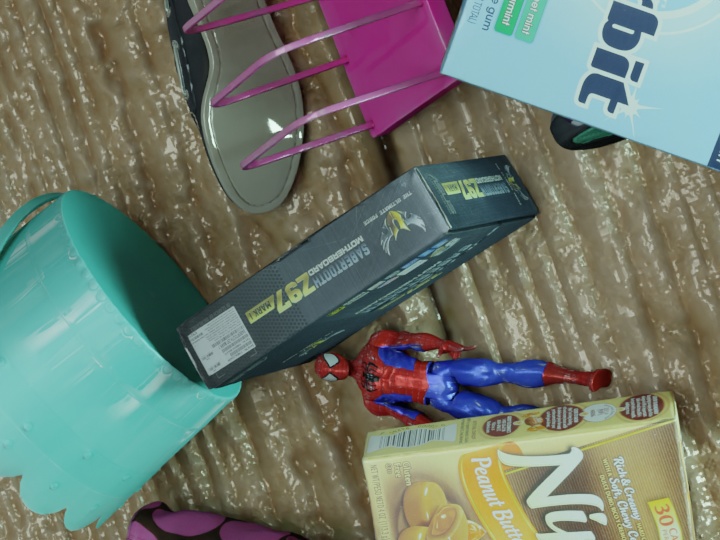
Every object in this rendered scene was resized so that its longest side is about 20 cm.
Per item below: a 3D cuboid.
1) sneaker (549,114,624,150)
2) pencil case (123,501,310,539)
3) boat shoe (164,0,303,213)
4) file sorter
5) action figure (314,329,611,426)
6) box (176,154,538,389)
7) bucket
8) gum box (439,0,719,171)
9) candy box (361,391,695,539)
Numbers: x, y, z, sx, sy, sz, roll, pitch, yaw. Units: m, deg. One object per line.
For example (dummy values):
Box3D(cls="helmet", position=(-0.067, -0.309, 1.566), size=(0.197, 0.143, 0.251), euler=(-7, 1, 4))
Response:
Box3D(cls="sneaker", position=(0.193, -0.155, 1.717), size=(0.199, 0.074, 0.088), euler=(-33, 71, 12))
Box3D(cls="pencil case", position=(-0.066, 0.206, 1.846), size=(0.199, 0.094, 0.092), euler=(7, 97, 24))
Box3D(cls="boat shoe", position=(-0.089, -0.137, 1.855), size=(0.063, 0.072, 0.202), euler=(0, 104, 67))
Box3D(cls="file sorter", position=(-0.043, -0.180, 1.750), size=(0.139, 0.125, 0.201), euler=(-30, 81, 64))
Box3D(cls="action figure", position=(0.061, 0.075, 1.804), size=(0.199, 0.052, 0.066), euler=(8, 103, 25))
Box3D(cls="box", position=(0.000, 0.000, 1.762), size=(0.199, 0.158, 0.051), euler=(-33, 82, 22))
Box3D(cls="bucket", position=(-0.185, 0.055, 1.831), size=(0.135, 0.207, 0.208), euler=(-40, 79, 12))
Box3D(cls="gum box", position=(0.168, -0.166, 1.641), size=(0.199, 0.045, 0.171), euler=(19, 105, -2))
Box3D(cls="candy box", position=(0.107, 0.150, 1.742), size=(0.198, 0.055, 0.116), euler=(-8, 107, 8))
